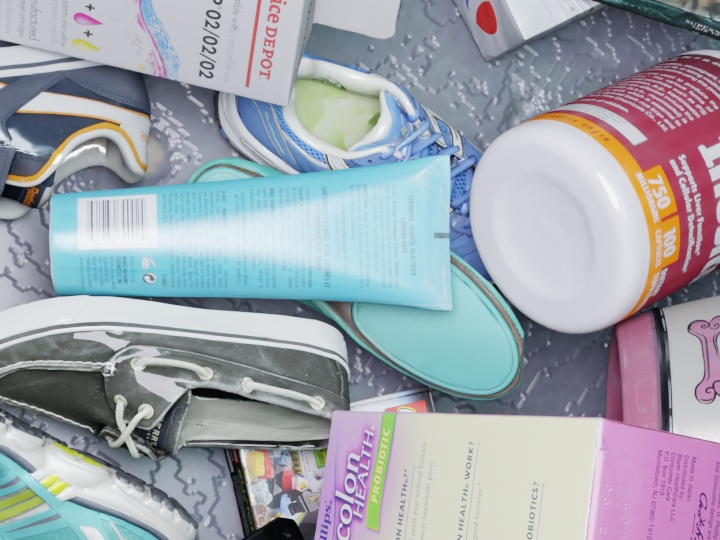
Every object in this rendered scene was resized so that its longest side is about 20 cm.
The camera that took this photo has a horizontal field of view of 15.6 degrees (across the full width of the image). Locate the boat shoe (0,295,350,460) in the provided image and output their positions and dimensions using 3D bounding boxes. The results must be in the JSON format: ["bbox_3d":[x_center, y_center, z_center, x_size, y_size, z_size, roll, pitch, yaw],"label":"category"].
[{"bbox_3d":[-0.102,0.058,1.311,0.200,0.071,0.064,1,52,-8],"label":"boat shoe"}]

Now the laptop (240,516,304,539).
[{"bbox_3d":[-0.098,0.246,1.310,0.200,0.103,0.177,-22,97,19],"label":"laptop"}]

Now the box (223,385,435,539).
[{"bbox_3d":[0.003,0.168,1.367,0.110,0.035,0.200,-12,86,-16],"label":"box"}]

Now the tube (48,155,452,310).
[{"bbox_3d":[-0.054,-0.016,1.311,0.200,0.050,0.077,-1,94,-1],"label":"tube"}]

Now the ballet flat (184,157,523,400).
[{"bbox_3d":[0.000,0.000,1.365,0.200,0.070,0.067,29,95,2],"label":"ballet flat"}]

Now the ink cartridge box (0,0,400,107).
[{"bbox_3d":[-0.078,-0.153,1.284,0.200,0.115,0.068,13,48,1],"label":"ink cartridge box"}]

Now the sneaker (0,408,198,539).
[{"bbox_3d":[-0.179,0.113,1.306,0.200,0.078,0.080,29,85,-10],"label":"sneaker"}]

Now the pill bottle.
[{"bbox_3d":[0.161,-0.050,1.377,0.200,0.113,0.113,-26,90,-40],"label":"pill bottle"}]

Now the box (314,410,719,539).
[{"bbox_3d":[0.070,0.160,1.241,0.097,0.200,0.176,13,80,-37],"label":"box"}]

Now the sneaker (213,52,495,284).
[{"bbox_3d":[0.018,-0.052,1.378,0.200,0.077,0.076,26,75,-14],"label":"sneaker"}]

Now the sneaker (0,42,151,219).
[{"bbox_3d":[-0.199,-0.066,1.319,0.200,0.078,0.079,-10,80,-18],"label":"sneaker"}]

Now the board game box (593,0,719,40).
[{"bbox_3d":[0.177,-0.228,1.401,0.135,0.028,0.200,16,74,-8],"label":"board game box"}]

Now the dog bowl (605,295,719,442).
[{"bbox_3d":[0.165,0.108,1.345,0.074,0.200,0.200,1,82,2],"label":"dog bowl"}]

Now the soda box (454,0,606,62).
[{"bbox_3d":[0.147,-0.186,1.437,0.200,0.068,0.063,-27,91,-18],"label":"soda box"}]
